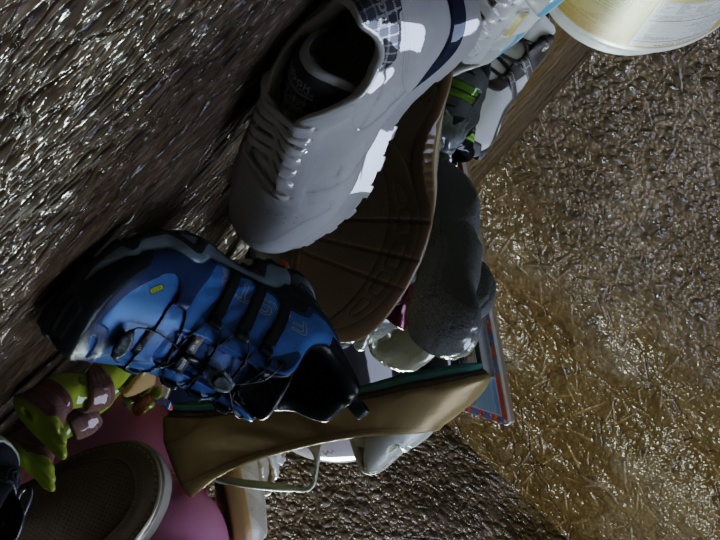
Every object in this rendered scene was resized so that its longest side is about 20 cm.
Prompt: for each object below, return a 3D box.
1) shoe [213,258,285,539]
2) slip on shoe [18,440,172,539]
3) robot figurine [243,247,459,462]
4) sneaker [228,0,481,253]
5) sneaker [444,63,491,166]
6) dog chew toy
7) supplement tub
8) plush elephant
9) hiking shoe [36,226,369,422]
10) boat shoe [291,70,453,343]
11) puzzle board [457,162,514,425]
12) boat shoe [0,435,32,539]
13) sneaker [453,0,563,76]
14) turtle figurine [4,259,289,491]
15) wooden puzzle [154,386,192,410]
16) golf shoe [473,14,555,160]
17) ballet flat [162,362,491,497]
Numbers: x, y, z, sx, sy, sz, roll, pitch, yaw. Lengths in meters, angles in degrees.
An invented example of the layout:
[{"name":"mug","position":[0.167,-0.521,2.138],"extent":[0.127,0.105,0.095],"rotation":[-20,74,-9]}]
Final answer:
[{"name":"shoe","position":[-0.069,0.083,1.322],"extent":[0.053,0.201,0.070],"rotation":[-2,158,-6]},{"name":"slip on shoe","position":[-0.204,0.159,1.198],"extent":[0.199,0.076,0.061],"rotation":[-26,152,1]},{"name":"robot figurine","position":[-0.018,0.037,1.453],"extent":[0.124,0.201,0.150],"rotation":[-18,-152,-25]},{"name":"sneaker","position":[-0.024,-0.078,1.007],"extent":[0.080,0.076,0.200],"rotation":[-27,158,-47]},{"name":"sneaker","position":[0.056,-0.115,1.361],"extent":[0.200,0.083,0.071],"rotation":[-47,177,1]},{"name":"dog chew toy","position":[-0.137,0.168,1.275],"extent":[0.124,0.200,0.125],"rotation":[-16,132,-19]},{"name":"supplement tub","position":[0.175,-0.211,1.207],"extent":[0.145,0.145,0.200],"rotation":[-46,177,-9]},{"name":"plush elephant","position":[0.000,0.000,1.277],"extent":[0.155,0.164,0.200],"rotation":[-62,177,37]},{"name":"hiking shoe","position":[-0.071,0.033,1.031],"extent":[0.200,0.087,0.074],"rotation":[4,127,-52]},{"name":"boat shoe","position":[0.012,-0.058,1.139],"extent":[0.065,0.071,0.201],"rotation":[-85,-168,-77]},{"name":"puzzle board","position":[0.049,0.003,1.464],"extent":[0.017,0.201,0.151],"rotation":[-17,-166,-24]},{"name":"boat shoe","position":[-0.209,0.129,1.069],"extent":[0.075,0.062,0.200],"rotation":[-49,178,2]},{"name":"sneaker","position":[0.076,-0.160,1.153],"extent":[0.081,0.077,0.200],"rotation":[-45,175,-11]},{"name":"turtle figurine","position":[-0.125,0.049,1.170],"extent":[0.161,0.064,0.200],"rotation":[-36,180,-31]},{"name":"wooden puzzle","position":[-0.163,0.143,1.527],"extent":[0.200,0.046,0.186],"rotation":[-38,152,-79]},{"name":"golf shoe","position":[0.090,-0.153,1.491],"extent":[0.095,0.078,0.200],"rotation":[-53,-174,33]},{"name":"ballet flat","position":[-0.017,0.098,1.235],"extent":[0.199,0.063,0.069],"rotation":[-8,179,2]}]
